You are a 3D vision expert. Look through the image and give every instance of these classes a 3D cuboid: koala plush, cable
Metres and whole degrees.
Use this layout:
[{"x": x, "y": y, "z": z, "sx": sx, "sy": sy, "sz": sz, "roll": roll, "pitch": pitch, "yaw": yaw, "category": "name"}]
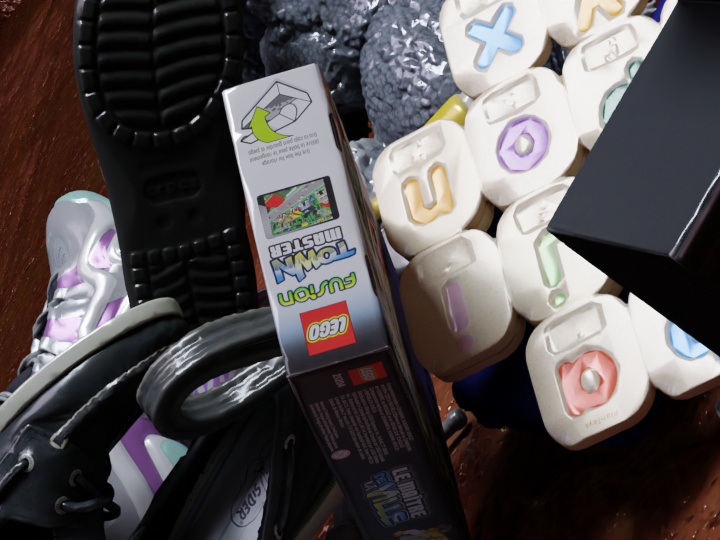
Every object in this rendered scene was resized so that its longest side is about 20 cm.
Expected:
[{"x": 0.030, "y": -0.095, "z": 1.121, "sx": 0.177, "sy": 0.184, "sz": 0.200, "roll": -36, "pitch": 45, "yaw": -1, "category": "koala plush"}, {"x": 0.000, "y": 0.000, "z": 1.020, "sx": 0.199, "sy": 0.097, "sz": 0.050, "roll": -34, "pitch": 60, "yaw": 3, "category": "cable"}]

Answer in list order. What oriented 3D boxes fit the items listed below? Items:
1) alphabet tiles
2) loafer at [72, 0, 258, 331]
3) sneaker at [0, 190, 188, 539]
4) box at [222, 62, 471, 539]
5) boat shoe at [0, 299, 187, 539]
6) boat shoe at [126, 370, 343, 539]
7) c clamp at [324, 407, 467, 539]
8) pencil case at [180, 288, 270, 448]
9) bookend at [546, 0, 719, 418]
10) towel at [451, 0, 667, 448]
[{"x": 0.097, "y": -0.043, "z": 0.879, "sx": 0.199, "sy": 0.015, "sz": 0.197, "roll": -27, "pitch": 54, "yaw": 19, "category": "alphabet tiles"}, {"x": -0.087, "y": -0.062, "z": 1.112, "sx": 0.071, "sy": 0.072, "sz": 0.202, "roll": -135, "pitch": 41, "yaw": -78, "category": "loafer"}, {"x": -0.151, "y": 0.058, "z": 1.160, "sx": 0.078, "sy": 0.139, "sz": 0.201, "roll": 115, "pitch": 141, "yaw": -56, "category": "sneaker"}, {"x": 0.000, "y": 0.028, "z": 0.895, "sx": 0.034, "sy": 0.200, "sz": 0.111, "roll": -16, "pitch": 60, "yaw": 3, "category": "box"}, {"x": -0.135, "y": 0.097, "z": 1.061, "sx": 0.199, "sy": 0.066, "sz": 0.074, "roll": -41, "pitch": -17, "yaw": 2, "category": "boat shoe"}, {"x": -0.070, "y": 0.125, "z": 1.044, "sx": 0.074, "sy": 0.066, "sz": 0.200, "roll": 35, "pitch": 89, "yaw": 35, "category": "boat shoe"}, {"x": -0.022, "y": 0.163, "z": 1.010, "sx": 0.171, "sy": 0.027, "sz": 0.201, "roll": -48, "pitch": 18, "yaw": 29, "category": "c clamp"}, {"x": -0.046, "y": 0.054, "z": 1.203, "sx": 0.200, "sy": 0.085, "sz": 0.085, "roll": 162, "pitch": 101, "yaw": -66, "category": "pencil case"}, {"x": 0.113, "y": -0.078, "z": 0.735, "sx": 0.199, "sy": 0.200, "sz": 0.092, "roll": -58, "pitch": 24, "yaw": -7, "category": "bookend"}, {"x": 0.111, "y": -0.026, "z": 0.950, "sx": 0.201, "sy": 0.049, "sz": 0.148, "roll": -60, "pitch": 9, "yaw": -7, "category": "towel"}]
